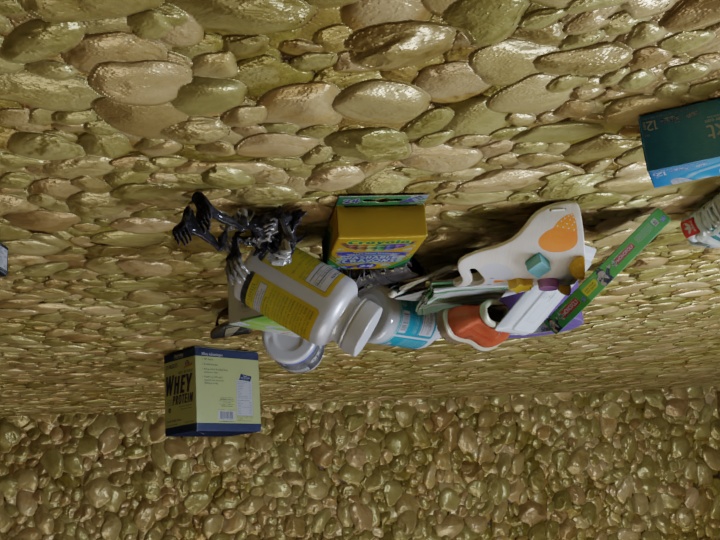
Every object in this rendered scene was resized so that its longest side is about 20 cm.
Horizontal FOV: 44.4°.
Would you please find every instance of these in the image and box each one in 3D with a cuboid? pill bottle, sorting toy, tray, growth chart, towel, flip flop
[{"bbox_3d":[-0.135,0.154,1.851,0.114,0.114,0.200,-5,166,3],"label":"pill bottle"},{"bbox_3d":[0.229,-0.011,1.319,0.180,0.107,0.200,-10,165,0],"label":"sorting toy"},{"bbox_3d":[0.079,0.091,1.680,0.111,0.111,0.200,-16,160,39],"label":"pill bottle"},{"bbox_3d":[0.318,0.038,1.490,0.107,0.022,0.200,13,120,-49],"label":"tray"},{"bbox_3d":[-0.074,0.040,1.280,0.200,0.111,0.111,30,169,10],"label":"pill bottle"},{"bbox_3d":[0.143,0.005,1.487,0.200,0.018,0.145,-23,175,40],"label":"growth chart"},{"bbox_3d":[0.178,0.043,1.500,0.152,0.023,0.200,-6,166,-5],"label":"towel"},{"bbox_3d":[-0.253,0.100,1.747,0.081,0.058,0.200,-9,180,-1],"label":"flip flop"}]

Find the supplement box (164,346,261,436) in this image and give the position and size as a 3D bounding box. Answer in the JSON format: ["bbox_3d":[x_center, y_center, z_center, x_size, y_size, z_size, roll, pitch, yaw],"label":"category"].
[{"bbox_3d":[-0.365,0.303,2.179,0.134,0.200,0.200,-18,160,41],"label":"supplement box"}]

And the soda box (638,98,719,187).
[{"bbox_3d":[0.411,-0.148,0.955,0.200,0.068,0.064,-11,163,23],"label":"soda box"}]

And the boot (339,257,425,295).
[{"bbox_3d":[0.000,0.000,1.435,0.174,0.069,0.200,-17,165,24],"label":"boot"}]

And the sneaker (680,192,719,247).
[{"bbox_3d":[0.515,-0.069,1.274,0.093,0.070,0.200,-15,165,15],"label":"sneaker"}]

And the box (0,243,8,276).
[{"bbox_3d":[-0.585,-0.031,1.171,0.160,0.044,0.200,-4,165,1],"label":"box"}]

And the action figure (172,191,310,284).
[{"bbox_3d":[-0.144,-0.037,1.162,0.200,0.102,0.119,13,146,-44],"label":"action figure"}]

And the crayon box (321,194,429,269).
[{"bbox_3d":[0.018,-0.050,1.250,0.125,0.052,0.200,-2,164,-9],"label":"crayon box"}]

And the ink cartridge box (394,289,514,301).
[{"bbox_3d":[0.182,0.022,1.562,0.162,0.057,0.200,-19,157,42],"label":"ink cartridge box"}]

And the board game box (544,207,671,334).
[{"bbox_3d":[0.368,0.002,1.319,0.200,0.029,0.135,-40,167,-24],"label":"board game box"}]

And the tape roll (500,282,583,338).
[{"bbox_3d":[0.332,0.074,1.736,0.200,0.085,0.200,-3,165,-1],"label":"tape roll"}]

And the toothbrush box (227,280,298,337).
[{"bbox_3d":[-0.115,0.056,1.547,0.145,0.086,0.200,-12,164,29],"label":"toothbrush box"}]

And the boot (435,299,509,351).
[{"bbox_3d":[0.231,0.094,1.560,0.107,0.075,0.200,-22,161,33],"label":"boot"}]
